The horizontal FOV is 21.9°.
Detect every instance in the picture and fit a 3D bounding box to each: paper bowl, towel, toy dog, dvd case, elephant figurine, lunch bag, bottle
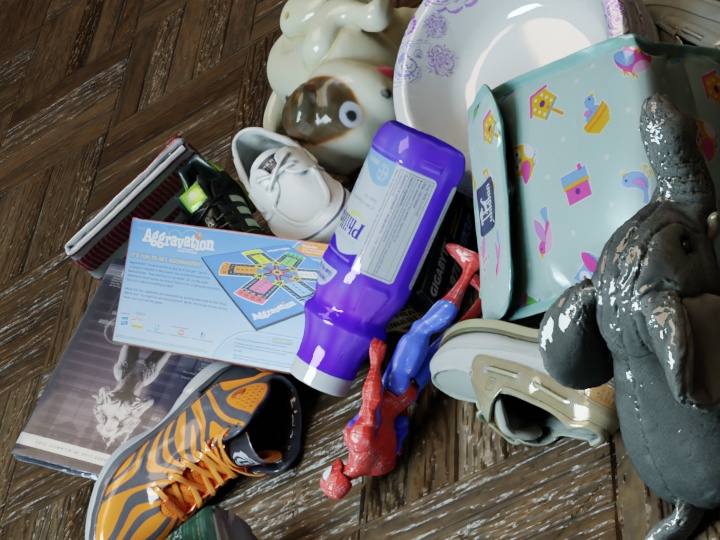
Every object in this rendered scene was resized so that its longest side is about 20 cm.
[{"bbox_3d":[0.132,-0.142,1.409,0.201,0.104,0.201,-10,71,32],"label":"paper bowl"},{"bbox_3d":[-0.189,-0.046,1.669,0.144,0.023,0.200,-44,-13,-3],"label":"towel"},{"bbox_3d":[-0.021,-0.167,1.640,0.194,0.140,0.200,-34,32,15],"label":"toy dog"},{"bbox_3d":[-0.179,0.086,1.531,0.149,0.016,0.200,12,58,20],"label":"dvd case"},{"bbox_3d":[0.175,0.032,1.074,0.141,0.200,0.155,-29,32,21],"label":"elephant figurine"},{"bbox_3d":[0.147,-0.051,1.246,0.200,0.122,0.170,-14,78,45],"label":"lunch bag"},{"bbox_3d":[0.008,-0.007,1.352,0.200,0.065,0.084,-66,17,8],"label":"bottle"}]

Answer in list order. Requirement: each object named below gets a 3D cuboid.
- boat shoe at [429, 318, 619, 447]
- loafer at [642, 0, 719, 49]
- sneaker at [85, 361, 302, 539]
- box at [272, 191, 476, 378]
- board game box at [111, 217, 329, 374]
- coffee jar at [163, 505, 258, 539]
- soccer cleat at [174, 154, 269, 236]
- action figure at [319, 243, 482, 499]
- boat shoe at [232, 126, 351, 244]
[{"bbox_3d":[0.105,0.077,1.225,0.200,0.075,0.068,-9,53,59],"label":"boat shoe"},{"bbox_3d":[0.250,-0.165,1.378,0.070,0.070,0.200,-50,26,-10],"label":"loafer"},{"bbox_3d":[-0.121,0.147,1.401,0.112,0.078,0.200,3,52,53],"label":"sneaker"},{"bbox_3d":[0.000,0.000,1.483,0.200,0.046,0.159,-19,37,36],"label":"box"},{"bbox_3d":[-0.101,0.021,1.447,0.200,0.019,0.103,9,89,29],"label":"board game box"},{"bbox_3d":[-0.150,0.257,1.281,0.200,0.085,0.104,-35,37,11],"label":"coffee jar"},{"bbox_3d":[-0.114,-0.030,1.531,0.068,0.081,0.200,-40,29,8],"label":"soccer cleat"},{"bbox_3d":[0.030,0.077,1.322,0.052,0.065,0.200,20,68,30],"label":"action figure"},{"bbox_3d":[-0.064,-0.069,1.538,0.074,0.065,0.200,-44,28,-5],"label":"boat shoe"}]
